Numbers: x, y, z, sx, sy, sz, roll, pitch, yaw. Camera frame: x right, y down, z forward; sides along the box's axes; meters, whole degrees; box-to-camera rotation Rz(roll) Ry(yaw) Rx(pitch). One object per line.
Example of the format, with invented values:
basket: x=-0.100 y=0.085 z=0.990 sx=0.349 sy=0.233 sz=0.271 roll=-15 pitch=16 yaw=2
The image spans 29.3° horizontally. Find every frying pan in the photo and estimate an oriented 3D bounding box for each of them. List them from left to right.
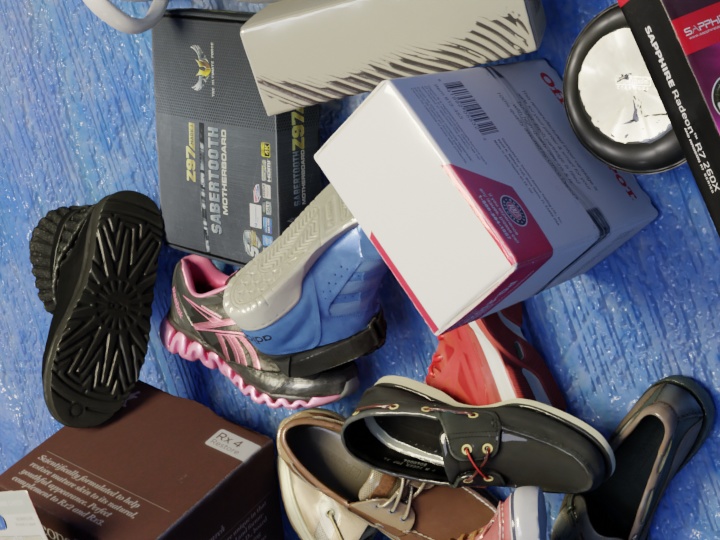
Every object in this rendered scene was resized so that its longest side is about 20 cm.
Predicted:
frying pan: x=0.194 y=-0.152 z=0.876 sx=0.115 sy=0.031 sz=0.191 roll=33 pitch=113 yaw=26

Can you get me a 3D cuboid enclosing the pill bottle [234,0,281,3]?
pill bottle: x=-0.074 y=-0.310 z=1.022 sx=0.110 sy=0.111 sz=0.201 roll=-10 pitch=77 yaw=36

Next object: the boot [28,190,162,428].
boot: x=-0.244 y=0.035 z=1.190 sx=0.158 sy=0.079 sz=0.212 roll=-11 pitch=60 yaw=53

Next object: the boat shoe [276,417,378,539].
boat shoe: x=-0.013 y=0.210 z=1.124 sx=0.065 sy=0.072 sz=0.201 roll=-22 pitch=77 yaw=15

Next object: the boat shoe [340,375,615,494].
boat shoe: x=0.080 y=0.128 z=0.977 sx=0.201 sy=0.063 sz=0.074 roll=10 pitch=124 yaw=30

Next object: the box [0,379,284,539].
box: x=-0.175 y=0.232 z=1.147 sx=0.165 sy=0.164 sz=0.201 roll=19 pitch=130 yaw=32

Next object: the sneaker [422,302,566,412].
sneaker: x=0.065 y=0.055 z=1.031 sx=0.115 sy=0.078 sz=0.201 roll=-25 pitch=83 yaw=34

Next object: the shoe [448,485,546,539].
shoe: x=0.088 y=0.216 z=0.983 sx=0.091 sy=0.072 sz=0.200 roll=0 pitch=145 yaw=8

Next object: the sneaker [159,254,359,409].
sneaker: x=-0.085 y=0.044 z=1.129 sx=0.199 sy=0.079 sz=0.096 roll=22 pitch=116 yaw=29

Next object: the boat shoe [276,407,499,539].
boat shoe: x=0.021 y=0.168 z=1.058 sx=0.199 sy=0.072 sz=0.076 roll=22 pitch=85 yaw=12

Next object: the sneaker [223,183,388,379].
sneaker: x=-0.001 y=0.000 z=1.058 sx=0.077 sy=0.200 sz=0.111 roll=36 pitch=165 yaw=53

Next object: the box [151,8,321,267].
box: x=-0.101 y=-0.107 z=1.109 sx=0.157 sy=0.051 sz=0.201 roll=15 pitch=111 yaw=44

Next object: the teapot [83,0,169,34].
teapot: x=-0.205 y=-0.309 z=1.092 sx=0.200 sy=0.146 sz=0.198 roll=29 pitch=107 yaw=32

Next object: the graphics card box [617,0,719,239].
graphics card box: x=0.247 y=-0.114 z=0.835 sx=0.201 sy=0.125 sz=0.051 roll=68 pitch=162 yaw=1

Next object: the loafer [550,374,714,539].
loafer: x=0.178 y=0.162 z=0.979 sx=0.072 sy=0.063 sz=0.201 roll=36 pitch=117 yaw=24

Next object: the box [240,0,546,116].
box: x=0.024 y=-0.170 z=0.960 sx=0.199 sy=0.082 sz=0.069 roll=-12 pitch=110 yaw=18

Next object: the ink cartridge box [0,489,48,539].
ink cartridge box: x=-0.236 y=0.247 z=1.057 sx=0.160 sy=0.047 sz=0.201 roll=-13 pitch=107 yaw=46

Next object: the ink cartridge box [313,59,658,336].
ink cartridge box: x=0.089 y=-0.056 z=0.917 sx=0.084 sy=0.200 sz=0.145 roll=-43 pitch=74 yaw=36
